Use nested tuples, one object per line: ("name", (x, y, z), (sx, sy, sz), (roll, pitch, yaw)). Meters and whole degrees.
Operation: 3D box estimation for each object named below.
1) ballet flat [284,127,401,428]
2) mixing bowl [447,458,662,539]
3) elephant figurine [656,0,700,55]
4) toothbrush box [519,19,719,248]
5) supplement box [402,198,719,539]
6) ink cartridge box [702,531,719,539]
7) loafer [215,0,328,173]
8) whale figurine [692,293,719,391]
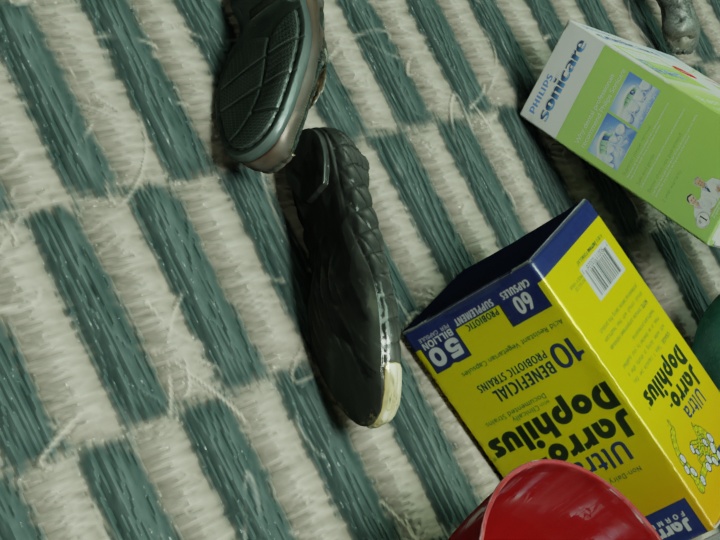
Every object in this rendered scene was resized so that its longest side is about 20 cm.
("ballet flat", (0.000, 0.000, 1.124), (0.057, 0.066, 0.200), (16, 52, -39))
("mixing bowl", (0.095, 0.214, 1.042), (0.200, 0.108, 0.200), (30, 44, -34))
("elephant figurine", (0.253, -0.313, 1.651), (0.200, 0.155, 0.141), (54, -10, -25))
("toothbrush box", (0.240, -0.092, 1.399), (0.146, 0.086, 0.200), (10, 22, -47))
("supplement box", (0.140, 0.077, 1.202), (0.200, 0.109, 0.110), (54, 34, -5))
("ink cartridge box", (0.266, 0.216, 1.221), (0.200, 0.144, 0.084), (9, 58, -48))
("loafer", (-0.043, -0.133, 1.176), (0.063, 0.072, 0.200), (38, 37, -36))
("whale figurine", (0.327, 0.051, 1.434), (0.200, 0.159, 0.104), (-13, 47, -44))
